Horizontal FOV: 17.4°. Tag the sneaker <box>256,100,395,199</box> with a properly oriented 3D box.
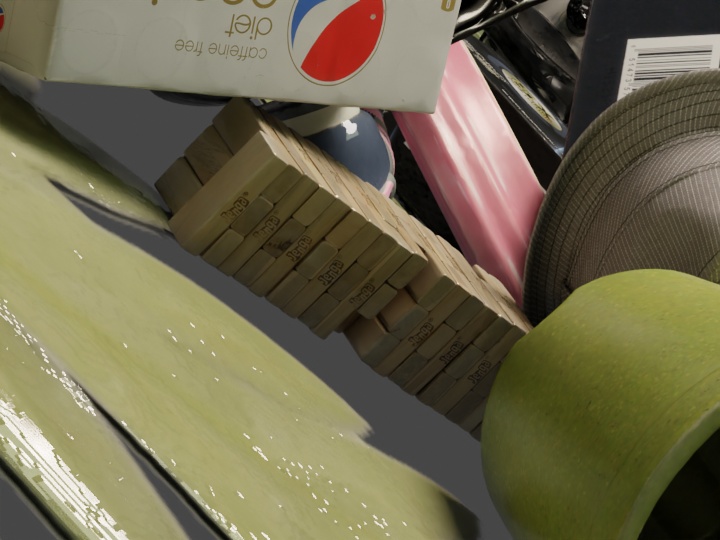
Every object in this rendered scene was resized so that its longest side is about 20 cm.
[{"bbox_3d":[-0.016,-0.044,1.101,0.200,0.070,0.082,-57,128,-83],"label":"sneaker"}]

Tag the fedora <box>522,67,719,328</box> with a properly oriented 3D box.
[{"bbox_3d":[0.161,0.022,1.009,0.176,0.200,0.090,5,29,-8],"label":"fedora"}]

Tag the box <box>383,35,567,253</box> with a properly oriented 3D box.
[{"bbox_3d":[0.085,-0.056,1.402,0.200,0.086,0.164,49,11,22],"label":"box"}]

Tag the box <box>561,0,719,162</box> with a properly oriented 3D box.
[{"bbox_3d":[0.179,-0.026,1.219,0.200,0.107,0.149,69,26,-46],"label":"box"}]

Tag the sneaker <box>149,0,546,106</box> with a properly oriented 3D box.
[{"bbox_3d":[0.003,-0.123,1.075,0.199,0.104,0.060,-12,87,-31],"label":"sneaker"}]

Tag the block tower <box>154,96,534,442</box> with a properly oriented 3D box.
[{"bbox_3d":[0.000,0.000,0.977,0.200,0.054,0.058,35,14,-43],"label":"block tower"}]

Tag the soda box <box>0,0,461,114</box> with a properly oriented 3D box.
[{"bbox_3d":[-0.053,-0.106,0.921,0.200,0.068,0.064,1,17,-42],"label":"soda box"}]

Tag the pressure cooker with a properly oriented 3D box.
[{"bbox_3d":[0.167,-0.119,1.670,0.176,0.179,0.200,-4,-25,43],"label":"pressure cooker"}]

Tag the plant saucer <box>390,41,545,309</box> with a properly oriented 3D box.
[{"bbox_3d":[0.062,-0.047,1.217,0.201,0.051,0.201,63,2,-4],"label":"plant saucer"}]

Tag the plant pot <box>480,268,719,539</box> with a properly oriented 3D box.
[{"bbox_3d":[0.138,0.087,0.871,0.200,0.200,0.184,39,1,-26],"label":"plant pot"}]
